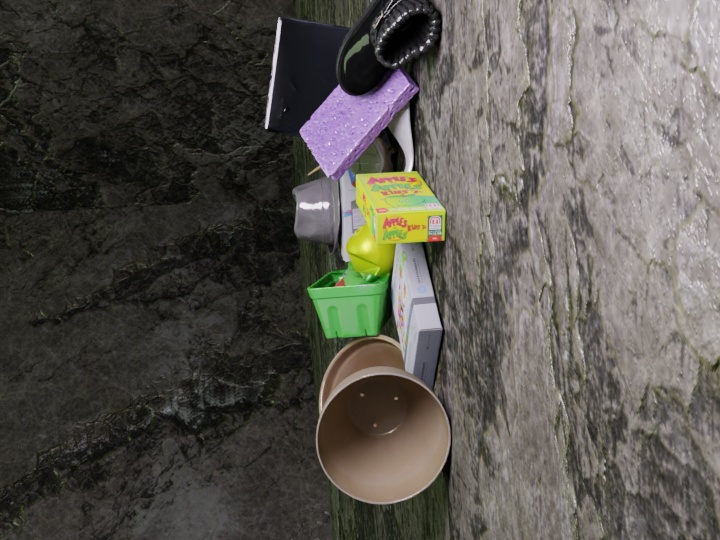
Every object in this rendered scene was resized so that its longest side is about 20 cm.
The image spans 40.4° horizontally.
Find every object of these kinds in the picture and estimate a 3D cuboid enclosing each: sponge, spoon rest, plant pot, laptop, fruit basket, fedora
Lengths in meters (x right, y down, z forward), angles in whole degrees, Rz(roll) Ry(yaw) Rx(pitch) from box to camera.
[{"bbox_3d":[-0.006,-0.253,1.551,0.200,0.030,0.112,-47,57,20],"label":"sponge"},{"bbox_3d":[0.062,-0.219,1.580,0.099,0.060,0.204,179,101,-84],"label":"spoon rest"},{"bbox_3d":[0.031,0.230,1.478,0.135,0.196,0.204,-100,8,-77],"label":"plant pot"},{"bbox_3d":[0.033,0.217,1.642,0.092,0.199,0.204,27,-132,-50],"label":"plant pot"},{"bbox_3d":[-0.051,-0.315,1.668,0.199,0.114,0.191,-1,-80,-61],"label":"laptop"},{"bbox_3d":[0.000,0.000,1.686,0.215,0.153,0.220,-4,-90,-79],"label":"fruit basket"},{"bbox_3d":[-0.091,-0.121,1.962,0.200,0.089,0.180,117,150,-81],"label":"fedora"}]

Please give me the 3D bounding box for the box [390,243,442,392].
[{"bbox_3d":[0.086,0.063,1.538,0.157,0.040,0.202,95,170,-49],"label":"box"}]

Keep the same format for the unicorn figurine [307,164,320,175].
[{"bbox_3d":[-0.044,-0.293,1.985,0.074,0.200,0.138,33,163,40],"label":"unicorn figurine"}]

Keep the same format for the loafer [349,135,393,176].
[{"bbox_3d":[0.022,-0.185,1.678,0.201,0.071,0.064,71,-146,-51],"label":"loafer"}]

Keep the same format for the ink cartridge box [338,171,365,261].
[{"bbox_3d":[-0.003,-0.138,1.933,0.148,0.084,0.203,-106,13,-66],"label":"ink cartridge box"}]

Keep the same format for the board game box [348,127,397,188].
[{"bbox_3d":[0.010,-0.238,1.807,0.103,0.019,0.201,-41,32,18],"label":"board game box"}]

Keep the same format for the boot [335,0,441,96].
[{"bbox_3d":[0.034,-0.318,1.412,0.213,0.078,0.159,-60,25,30],"label":"boot"}]

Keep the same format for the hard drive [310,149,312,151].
[{"bbox_3d":[-0.022,-0.291,1.823,0.199,0.026,0.134,5,83,57],"label":"hard drive"}]

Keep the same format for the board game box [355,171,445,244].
[{"bbox_3d":[0.056,-0.097,1.460,0.200,0.100,0.048,-112,20,-67],"label":"board game box"}]
